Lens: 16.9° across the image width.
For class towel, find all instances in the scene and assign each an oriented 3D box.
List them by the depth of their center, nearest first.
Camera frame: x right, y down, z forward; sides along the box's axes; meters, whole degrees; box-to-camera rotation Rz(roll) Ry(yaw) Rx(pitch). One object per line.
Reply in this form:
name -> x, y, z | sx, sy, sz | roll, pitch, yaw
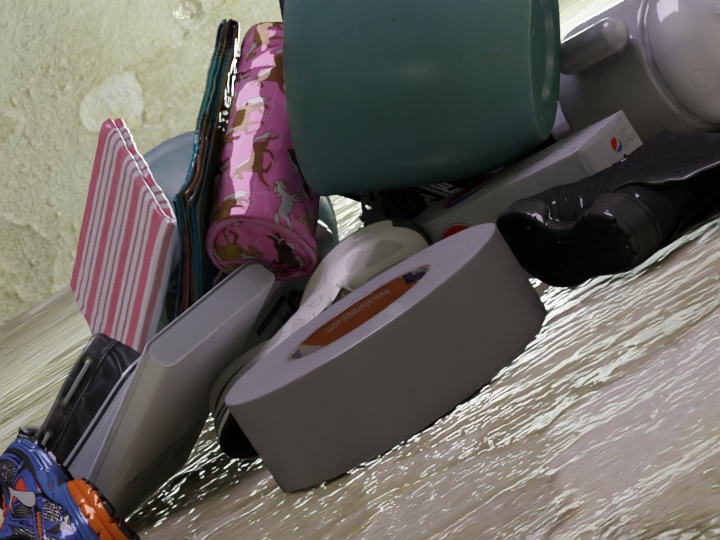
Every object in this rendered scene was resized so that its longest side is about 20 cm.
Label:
towel -> -0.110, -0.065, 1.745 | 0.021, 0.147, 0.201 | 6, 45, 2
towel -> -0.173, -0.011, 1.816 | 0.030, 0.147, 0.200 | 4, 25, -22

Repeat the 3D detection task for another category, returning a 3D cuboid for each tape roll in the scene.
tape roll -> 0.016, 0.052, 1.494 | 0.199, 0.066, 0.200 | -32, 7, 5

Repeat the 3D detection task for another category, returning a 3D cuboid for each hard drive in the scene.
hard drive -> -0.133, 0.095, 1.677 | 0.132, 0.026, 0.201 | -41, -17, -47

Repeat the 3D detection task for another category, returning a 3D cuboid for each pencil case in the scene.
pencil case -> -0.058, -0.085, 1.724 | 0.087, 0.082, 0.201 | 94, -178, -54

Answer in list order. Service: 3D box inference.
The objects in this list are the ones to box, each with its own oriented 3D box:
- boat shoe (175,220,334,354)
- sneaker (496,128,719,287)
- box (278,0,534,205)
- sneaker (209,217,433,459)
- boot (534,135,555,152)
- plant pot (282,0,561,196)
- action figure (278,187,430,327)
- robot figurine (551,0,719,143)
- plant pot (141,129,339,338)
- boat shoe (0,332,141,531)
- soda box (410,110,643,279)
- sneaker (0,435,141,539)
boat shoe -> -0.105, 0.029, 1.803 | 0.200, 0.068, 0.072 | -52, -19, -12
sneaker -> 0.169, -0.043, 1.496 | 0.104, 0.060, 0.199 | -37, 13, -20
box -> 0.042, -0.132, 1.877 | 0.086, 0.165, 0.199 | -24, -26, 32
sneaker -> -0.021, 0.056, 1.627 | 0.201, 0.076, 0.115 | -46, 14, 9
boot -> 0.223, -0.170, 1.944 | 0.199, 0.066, 0.165 | -32, -21, -19
plant pot -> 0.050, -0.151, 1.654 | 0.159, 0.202, 0.201 | 1, 17, 14
action figure -> 0.000, 0.000, 1.806 | 0.131, 0.069, 0.200 | -56, 1, -26
robot figurine -> 0.217, -0.145, 1.726 | 0.169, 0.114, 0.199 | 6, -19, -37
plant pot -> -0.104, 0.002, 1.919 | 0.199, 0.201, 0.134 | -33, 22, 2
boat shoe -> -0.212, 0.132, 1.721 | 0.201, 0.071, 0.072 | -55, -11, 9
soda box -> 0.111, -0.035, 1.640 | 0.199, 0.068, 0.064 | -26, 10, 46
sneaker -> -0.212, 0.167, 1.594 | 0.078, 0.076, 0.200 | -42, 22, -13
